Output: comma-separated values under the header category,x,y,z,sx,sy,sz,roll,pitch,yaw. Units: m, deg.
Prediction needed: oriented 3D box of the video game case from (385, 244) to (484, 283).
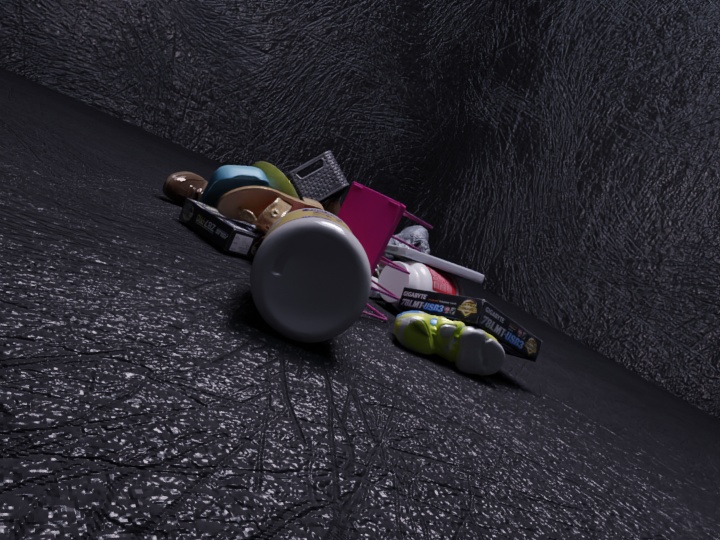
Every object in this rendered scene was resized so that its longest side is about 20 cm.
category,x,y,z,sx,sy,sz,roll,pitch,yaw
video game case,0.156,-0.020,1.215,0.197,0.022,0.182,19,1,-18

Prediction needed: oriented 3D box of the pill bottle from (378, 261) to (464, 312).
category,x,y,z,sx,sy,sz,roll,pitch,yaw
pill bottle,0.132,0.045,1.152,0.198,0.114,0.112,18,10,-46

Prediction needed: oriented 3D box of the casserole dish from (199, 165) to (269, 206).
category,x,y,z,sx,sy,sz,roll,pitch,yaw
casserole dish,-0.260,-0.159,1.077,0.119,0.040,0.200,-3,-20,-31

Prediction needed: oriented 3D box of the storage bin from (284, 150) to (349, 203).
category,x,y,z,sx,sy,sz,roll,pitch,yaw
storage bin,-0.116,-0.201,1.303,0.095,0.134,0.200,60,-10,-4

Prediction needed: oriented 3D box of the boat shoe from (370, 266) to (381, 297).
category,x,y,z,sx,sy,sz,roll,pitch,yaw
boat shoe,-0.003,-0.002,1.124,0.200,0.087,0.074,18,10,-44

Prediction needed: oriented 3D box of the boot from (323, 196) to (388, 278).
category,x,y,z,sx,sy,sz,roll,pitch,yaw
boot,-0.004,-0.060,1.262,0.198,0.189,0.064,30,48,33

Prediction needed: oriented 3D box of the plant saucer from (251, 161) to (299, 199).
category,x,y,z,sx,sy,sz,roll,pitch,yaw
plant saucer,-0.192,-0.129,1.133,0.199,0.203,0.031,31,46,35

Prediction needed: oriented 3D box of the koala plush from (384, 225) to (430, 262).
category,x,y,z,sx,sy,sz,roll,pitch,yaw
koala plush,0.076,-0.046,1.451,0.196,0.187,0.177,10,12,-19

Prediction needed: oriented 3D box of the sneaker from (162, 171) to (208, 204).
category,x,y,z,sx,sy,sz,roll,pitch,yaw
sneaker,-0.337,-0.161,1.168,0.075,0.071,0.199,30,9,28

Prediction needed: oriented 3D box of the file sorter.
category,x,y,z,sx,sy,sz,roll,pitch,yaw
file sorter,0.022,-0.029,0.970,0.124,0.203,0.138,21,7,-45

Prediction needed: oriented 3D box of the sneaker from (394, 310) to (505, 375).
category,x,y,z,sx,sy,sz,roll,pitch,yaw
sneaker,0.145,0.110,0.897,0.197,0.077,0.105,23,7,-13

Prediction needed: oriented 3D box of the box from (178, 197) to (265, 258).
category,x,y,z,sx,sy,sz,roll,pitch,yaw
box,-0.217,-0.067,1.006,0.160,0.050,0.199,33,9,34

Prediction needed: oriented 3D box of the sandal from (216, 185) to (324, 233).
category,x,y,z,sx,sy,sz,roll,pitch,yaw
sandal,-0.146,-0.094,0.949,0.209,0.078,0.070,3,44,-36

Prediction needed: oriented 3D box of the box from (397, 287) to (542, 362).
category,x,y,z,sx,sy,sz,roll,pitch,yaw
box,0.201,0.098,0.987,0.199,0.050,0.197,30,-14,-35

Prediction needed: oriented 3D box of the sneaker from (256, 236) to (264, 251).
category,x,y,z,sx,sy,sz,roll,pitch,yaw
sneaker,-0.081,-0.013,0.911,0.198,0.075,0.086,28,24,21

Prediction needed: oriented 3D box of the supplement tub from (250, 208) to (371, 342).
category,x,y,z,sx,sy,sz,roll,pitch,yaw
supplement tub,-0.066,-0.004,0.698,0.143,0.147,0.200,24,8,-11
